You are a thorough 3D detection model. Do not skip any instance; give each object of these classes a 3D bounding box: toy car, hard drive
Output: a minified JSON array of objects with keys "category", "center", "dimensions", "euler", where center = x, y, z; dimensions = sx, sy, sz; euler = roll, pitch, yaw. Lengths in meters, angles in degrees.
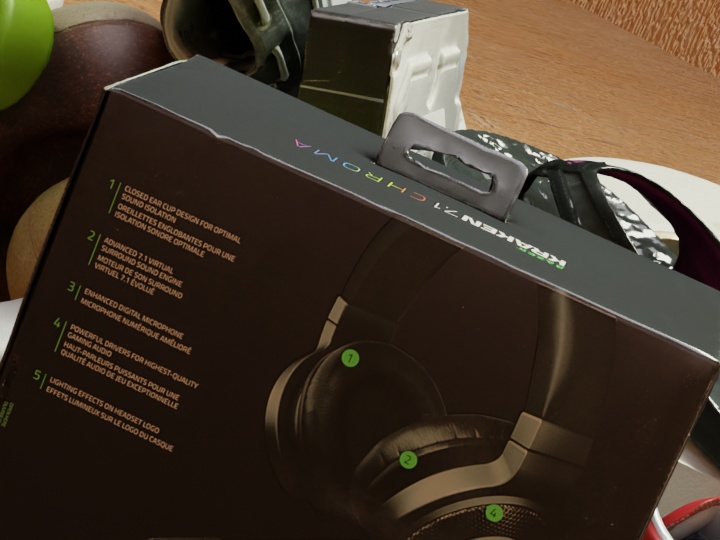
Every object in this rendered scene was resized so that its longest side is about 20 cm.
[{"category":"toy car","center":[-0.106,0.011,0.879],"dimensions":[0.164,0.158,0.200],"euler":[26,30,-52]},{"category":"hard drive","center":[0.000,0.000,0.873],"dimensions":[0.038,0.201,0.140],"euler":[10,10,11]}]

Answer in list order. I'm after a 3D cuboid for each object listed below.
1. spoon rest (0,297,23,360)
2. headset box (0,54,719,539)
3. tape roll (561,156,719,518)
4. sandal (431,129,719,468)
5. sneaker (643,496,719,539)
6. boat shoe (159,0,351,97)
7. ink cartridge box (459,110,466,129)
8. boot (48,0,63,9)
[{"category":"spoon rest","center":[-0.147,0.012,0.752],"dimensions":[0.200,0.061,0.099],"euler":[-28,29,-22]},{"category":"headset box","center":[-0.012,0.056,0.636],"dimensions":[0.174,0.201,0.093],"euler":[23,13,6]},{"category":"tape roll","center":[0.132,0.032,0.893],"dimensions":[0.202,0.037,0.203],"euler":[18,34,-12]},{"category":"sandal","center":[0.110,0.004,0.838],"dimensions":[0.200,0.048,0.075],"euler":[42,37,21]},{"category":"sneaker","center":[0.085,0.106,0.789],"dimensions":[0.071,0.113,0.200],"euler":[17,14,-25]},{"category":"boat shoe","center":[-0.046,-0.104,0.879],"dimensions":[0.072,0.071,0.200],"euler":[49,-13,17]},{"category":"ink cartridge box","center":[-0.003,-0.070,1.124],"dimensions":[0.075,0.201,0.148],"euler":[-10,8,18]},{"category":"boot","center":[-0.230,-0.090,1.158],"dimensions":[0.073,0.090,0.200],"euler":[44,47,18]}]
